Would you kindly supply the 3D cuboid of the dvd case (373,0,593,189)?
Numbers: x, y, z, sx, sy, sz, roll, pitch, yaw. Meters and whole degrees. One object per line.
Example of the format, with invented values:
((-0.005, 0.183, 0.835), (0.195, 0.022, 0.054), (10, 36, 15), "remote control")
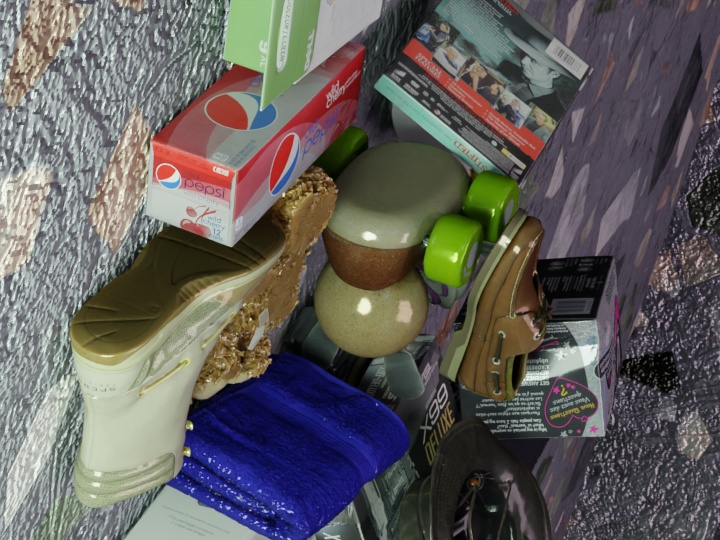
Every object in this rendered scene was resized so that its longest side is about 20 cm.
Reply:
((0.107, -0.162, 1.730), (0.022, 0.146, 0.200), (-47, -174, 43), "dvd case")

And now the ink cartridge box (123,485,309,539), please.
((-0.112, 0.222, 1.640), (0.200, 0.087, 0.145), (-51, 156, -48), "ink cartridge box")

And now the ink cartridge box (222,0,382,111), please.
((-0.043, -0.196, 1.406), (0.200, 0.059, 0.104), (-46, 152, -55), "ink cartridge box")

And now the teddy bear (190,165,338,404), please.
((-0.086, 0.008, 1.534), (0.145, 0.067, 0.200), (-35, 149, -49), "teddy bear")

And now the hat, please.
((0.080, 0.225, 1.714), (0.201, 0.081, 0.201), (29, 55, -52), "hat")

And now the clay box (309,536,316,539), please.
((-0.020, 0.178, 1.843), (0.200, 0.115, 0.048), (-53, 158, -48), "clay box")

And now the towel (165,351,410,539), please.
((-0.059, 0.129, 1.582), (0.200, 0.148, 0.050), (-36, 147, -59), "towel")

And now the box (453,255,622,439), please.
((0.166, 0.069, 1.867), (0.200, 0.132, 0.115), (-57, 143, -70), "box")

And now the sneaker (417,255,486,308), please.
((0.082, -0.023, 1.912), (0.100, 0.075, 0.200), (-38, -172, 2), "sneaker")

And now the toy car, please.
((0.017, 0.008, 1.658), (0.158, 0.164, 0.200), (-47, 151, -53), "toy car")

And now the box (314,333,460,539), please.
((0.026, 0.175, 1.742), (0.200, 0.050, 0.158), (-59, 143, -43), "box")

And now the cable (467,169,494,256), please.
((0.089, -0.064, 1.871), (0.200, 0.097, 0.050), (-113, -156, -70), "cable")

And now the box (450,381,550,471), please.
((0.072, 0.195, 2.025), (0.200, 0.104, 0.182), (-32, -164, 45), "box")

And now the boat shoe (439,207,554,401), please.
((0.122, 0.029, 1.638), (0.072, 0.068, 0.200), (-52, 166, -35), "boat shoe")

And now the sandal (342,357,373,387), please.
((-0.011, 0.066, 1.859), (0.080, 0.057, 0.201), (74, 24, -57), "sandal")

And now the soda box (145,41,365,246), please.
((-0.069, -0.098, 1.421), (0.200, 0.070, 0.063), (-50, 154, -50), "soda box")

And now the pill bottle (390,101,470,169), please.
((0.096, -0.150, 1.832), (0.200, 0.112, 0.113), (-26, 134, -68), "pill bottle")

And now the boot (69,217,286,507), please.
((-0.127, 0.059, 1.412), (0.200, 0.072, 0.155), (-41, 148, -44), "boot")

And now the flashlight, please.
((0.000, 0.000, 1.798), (0.200, 0.068, 0.068), (-56, 156, -27), "flashlight")
